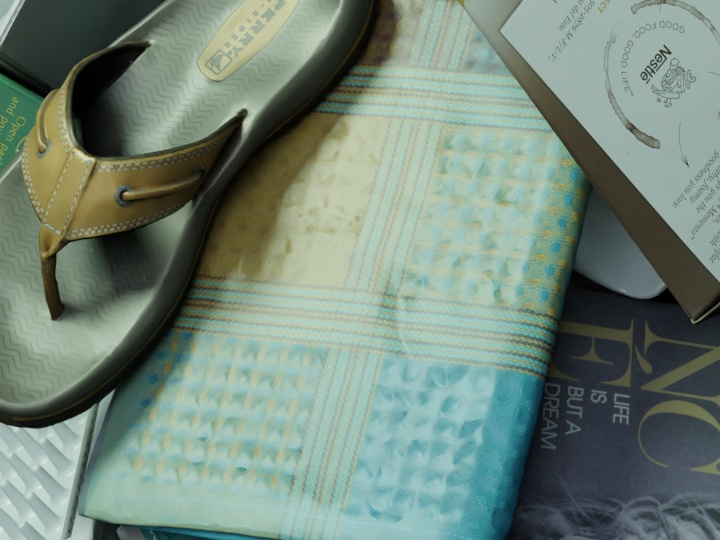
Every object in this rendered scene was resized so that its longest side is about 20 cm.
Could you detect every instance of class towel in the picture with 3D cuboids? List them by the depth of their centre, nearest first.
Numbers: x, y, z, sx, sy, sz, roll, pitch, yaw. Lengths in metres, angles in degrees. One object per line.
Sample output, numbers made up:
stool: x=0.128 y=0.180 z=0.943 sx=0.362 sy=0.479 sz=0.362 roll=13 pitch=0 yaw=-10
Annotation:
towel: x=0.000 y=0.000 z=0.842 sx=0.146 sy=0.022 sz=0.201 roll=9 pitch=72 yaw=23

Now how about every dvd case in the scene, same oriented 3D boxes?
dvd case: x=0.107 y=0.083 z=0.842 sx=0.198 sy=0.016 sz=0.150 roll=9 pitch=68 yaw=-8

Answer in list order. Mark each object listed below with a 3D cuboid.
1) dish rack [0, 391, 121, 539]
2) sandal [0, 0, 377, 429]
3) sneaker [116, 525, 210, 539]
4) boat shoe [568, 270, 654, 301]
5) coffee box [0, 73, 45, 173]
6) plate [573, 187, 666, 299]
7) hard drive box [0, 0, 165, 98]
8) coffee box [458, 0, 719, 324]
dish rack: x=-0.147 y=0.105 z=0.921 sx=0.171 sy=0.044 sz=0.201 roll=-26 pitch=32 yaw=22
sandal: x=-0.070 y=-0.041 z=0.837 sx=0.082 sy=0.055 sz=0.200 roll=39 pitch=83 yaw=20
sneaker: x=0.008 y=0.137 z=0.863 sx=0.200 sy=0.071 sz=0.080 roll=43 pitch=79 yaw=4
boat shoe: x=0.106 y=0.065 z=0.894 sx=0.072 sy=0.065 sz=0.201 roll=-37 pitch=72 yaw=5
coffee box: x=-0.148 y=-0.055 z=0.928 sx=0.199 sy=0.123 sz=0.044 roll=30 pitch=86 yaw=-6
plate: x=0.063 y=-0.121 z=0.876 sx=0.199 sy=0.032 sz=0.201 roll=29 pitch=101 yaw=20
hard drive box: x=-0.167 y=-0.132 z=0.968 sx=0.199 sy=0.156 sz=0.077 roll=28 pitch=87 yaw=19
coffee box: x=0.094 y=-0.096 z=0.775 sx=0.080 sy=0.114 sz=0.201 roll=-46 pitch=73 yaw=38
